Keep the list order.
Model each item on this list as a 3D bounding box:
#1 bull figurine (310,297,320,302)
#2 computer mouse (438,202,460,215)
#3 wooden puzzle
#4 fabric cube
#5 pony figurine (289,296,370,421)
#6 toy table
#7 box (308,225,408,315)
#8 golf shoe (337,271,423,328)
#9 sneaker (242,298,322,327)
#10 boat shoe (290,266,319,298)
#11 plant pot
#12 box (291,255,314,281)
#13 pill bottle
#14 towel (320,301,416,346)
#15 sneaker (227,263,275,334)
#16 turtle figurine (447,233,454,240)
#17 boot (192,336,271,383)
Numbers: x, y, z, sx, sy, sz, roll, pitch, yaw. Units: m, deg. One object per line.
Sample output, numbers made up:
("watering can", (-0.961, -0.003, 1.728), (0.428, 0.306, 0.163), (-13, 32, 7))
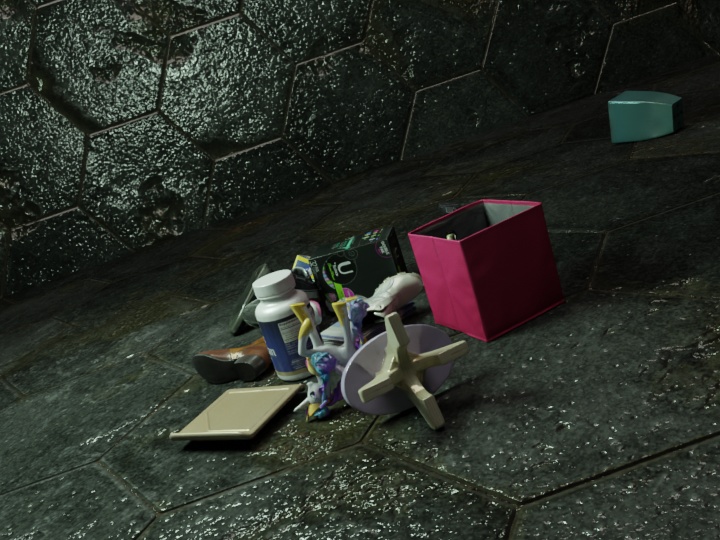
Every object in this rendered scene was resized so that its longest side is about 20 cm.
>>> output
("bull figurine", (-0.163, 0.078, 1.869), (0.121, 0.066, 0.200), (26, 18, 9))
("computer mouse", (0.288, -0.172, 2.324), (0.058, 0.034, 0.200), (-5, 17, -15))
("wooden puzzle", (-0.219, 0.264, 1.405), (0.184, 0.038, 0.200), (-9, 14, 32))
("fabric cube", (0.241, -0.009, 1.489), (0.195, 0.201, 0.200), (-25, 17, -21))
("pony figurine", (-0.028, 0.151, 1.334), (0.191, 0.202, 0.166), (-6, 5, -15))
("toy table", (0.073, 0.153, 1.204), (0.199, 0.185, 0.117), (-36, 4, -15))
("box", (0.000, 0.000, 1.828), (0.198, 0.150, 0.124), (-14, 15, 14))
("golf shoe", (0.052, 0.076, 1.605), (0.199, 0.079, 0.097), (-26, 33, -8))
("sneaker", (-0.189, 0.091, 1.732), (0.198, 0.081, 0.086), (-7, -6, 29))
("boat shoe", (-0.141, 0.025, 1.784), (0.071, 0.068, 0.200), (11, 3, 18))
("plant pot", (0.934, -0.504, 2.508), (0.199, 0.142, 0.141), (7, 29, 43))
("box", (-0.127, 0.002, 1.987), (0.070, 0.065, 0.200), (21, 2, 4))
("pill bottle", (-0.144, 0.106, 1.532), (0.110, 0.202, 0.111), (-17, 15, 5))
("towel", (0.009, 0.115, 1.660), (0.199, 0.024, 0.146), (-30, 19, -36))
("sneaker", (-0.252, 0.092, 1.953), (0.076, 0.114, 0.200), (-23, 34, 55))
("turtle figurine", (0.220, -0.027, 1.683), (0.192, 0.145, 0.200), (-18, 19, -12))
("boot", (-0.245, 0.168, 1.689), (0.187, 0.069, 0.200), (-9, 17, 31))
